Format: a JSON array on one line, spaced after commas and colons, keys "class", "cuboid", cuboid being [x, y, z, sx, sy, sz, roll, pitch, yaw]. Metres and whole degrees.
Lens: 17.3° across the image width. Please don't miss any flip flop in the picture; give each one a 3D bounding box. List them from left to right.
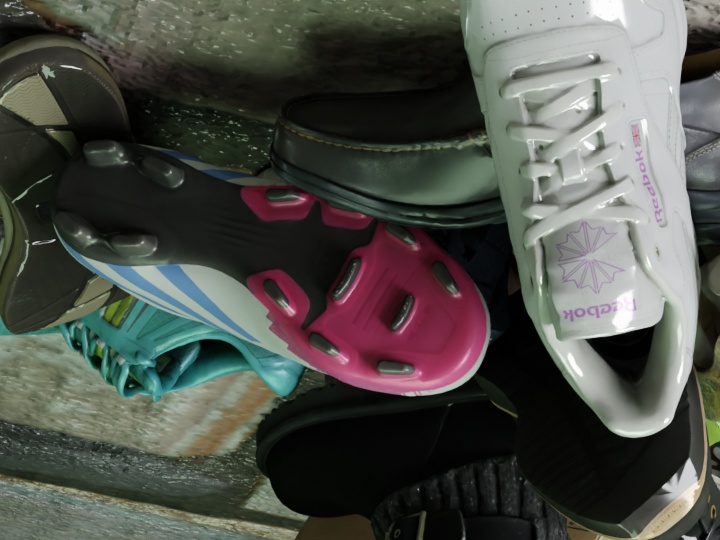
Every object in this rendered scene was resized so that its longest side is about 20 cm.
[{"class": "flip flop", "cuboid": [-0.133, -0.040, 1.022, 0.081, 0.058, 0.200, -21, 147, -11]}]

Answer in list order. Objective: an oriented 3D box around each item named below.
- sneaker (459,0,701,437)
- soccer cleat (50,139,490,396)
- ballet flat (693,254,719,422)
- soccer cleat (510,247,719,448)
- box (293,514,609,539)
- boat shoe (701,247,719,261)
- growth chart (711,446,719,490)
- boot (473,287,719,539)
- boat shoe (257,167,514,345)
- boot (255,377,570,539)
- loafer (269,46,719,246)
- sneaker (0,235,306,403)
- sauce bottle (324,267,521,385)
[{"class": "sneaker", "cuboid": [0.082, -0.036, 0.796, 0.074, 0.100, 0.201, -13, 119, 11]}, {"class": "soccer cleat", "cuboid": [-0.031, -0.001, 0.950, 0.199, 0.070, 0.086, 22, 172, 22]}, {"class": "ballet flat", "cuboid": [0.151, 0.021, 0.888, 0.070, 0.071, 0.200, 9, 179, 0]}, {"class": "soccer cleat", "cuboid": [0.139, 0.032, 1.029, 0.200, 0.081, 0.067, 33, 133, -29]}, {"class": "box", "cuboid": [0.033, 0.148, 1.133, 0.163, 0.200, 0.021, 7, 140, 36]}, {"class": "boat shoe", "cuboid": [0.222, 0.024, 1.023, 0.200, 0.072, 0.065, 34, 164, -34]}, {"class": "growth chart", "cuboid": [0.188, 0.092, 1.121, 0.199, 0.018, 0.145, 13, -158, -12]}, {"class": "boot", "cuboid": [0.122, 0.087, 0.933, 0.139, 0.077, 0.200, 51, -174, -20]}, {"class": "boat shoe", "cuboid": [0.000, 0.000, 1.019, 0.074, 0.093, 0.200, 18, 158, -25]}, {"class": "boot", "cuboid": [0.020, 0.131, 1.081, 0.079, 0.159, 0.211, 15, 158, -34]}, {"class": "loafer", "cuboid": [0.062, -0.059, 0.891, 0.199, 0.073, 0.073, 2, 119, 10]}, {"class": "sneaker", "cuboid": [-0.112, 0.023, 1.153, 0.199, 0.080, 0.078, 1, 159, 22]}, {"class": "sauce bottle", "cuboid": [0.033, 0.027, 1.128, 0.066, 0.066, 0.200, 15, 161, -18]}]
